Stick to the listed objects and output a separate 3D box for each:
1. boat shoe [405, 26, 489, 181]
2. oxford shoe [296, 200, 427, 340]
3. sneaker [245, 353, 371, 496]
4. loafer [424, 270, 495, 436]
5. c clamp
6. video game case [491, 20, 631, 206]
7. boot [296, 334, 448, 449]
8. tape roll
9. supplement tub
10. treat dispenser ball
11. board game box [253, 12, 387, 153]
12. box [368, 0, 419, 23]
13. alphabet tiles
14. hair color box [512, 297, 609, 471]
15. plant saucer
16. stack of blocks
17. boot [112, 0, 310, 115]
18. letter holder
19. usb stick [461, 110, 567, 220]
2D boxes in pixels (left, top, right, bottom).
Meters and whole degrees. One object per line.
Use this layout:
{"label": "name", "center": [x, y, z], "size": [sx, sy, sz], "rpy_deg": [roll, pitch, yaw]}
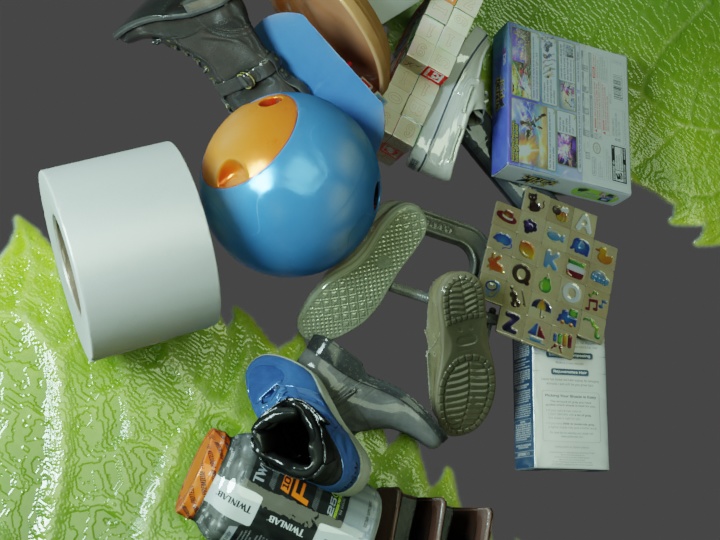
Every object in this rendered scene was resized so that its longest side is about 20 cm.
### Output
{"label": "boat shoe", "center": [0.121, -0.199, 1.356], "size": [0.065, 0.072, 0.201], "rpy_deg": [25, 69, 0]}
{"label": "oxford shoe", "center": [0.000, 0.000, 1.300], "size": [0.075, 0.058, 0.200], "rpy_deg": [36, 97, -29]}
{"label": "sneaker", "center": [-0.078, 0.146, 1.159], "size": [0.077, 0.111, 0.200], "rpy_deg": [-47, 54, 8]}
{"label": "loafer", "center": [0.114, 0.093, 1.313], "size": [0.075, 0.067, 0.202], "rpy_deg": [-2, 105, -13]}
{"label": "c clamp", "center": [0.085, 0.010, 1.354], "size": [0.199, 0.027, 0.172], "rpy_deg": [23, 73, -12]}
{"label": "video game case", "center": [0.252, -0.196, 1.419], "size": [0.180, 0.045, 0.202], "rpy_deg": [12, 68, -21]}
{"label": "boot", "center": [-0.011, 0.177, 1.278], "size": [0.199, 0.070, 0.132], "rpy_deg": [34, 80, -1]}
{"label": "tape roll", "center": [-0.240, -0.022, 1.171], "size": [0.138, 0.203, 0.204], "rpy_deg": [-16, 84, -19]}
{"label": "supplement tub", "center": [-0.088, 0.252, 1.201], "size": [0.199, 0.122, 0.123], "rpy_deg": [26, 73, -11]}
{"label": "treat dispenser ball", "center": [-0.077, -0.093, 1.234], "size": [0.199, 0.201, 0.203], "rpy_deg": [3, 78, -16]}
{"label": "board game box", "center": [-0.046, -0.209, 1.300], "size": [0.200, 0.158, 0.039], "rpy_deg": [48, 52, -2]}
{"label": "box", "center": [0.001, -0.393, 1.317], "size": [0.152, 0.107, 0.200], "rpy_deg": [-36, 50, -20]}
{"label": "alphabet tiles", "center": [0.226, 0.002, 1.354], "size": [0.165, 0.006, 0.201], "rpy_deg": [20, 63, -8]}
{"label": "hair color box", "center": [0.239, 0.139, 1.356], "size": [0.099, 0.060, 0.202], "rpy_deg": [5, 77, -16]}
{"label": "plant saucer", "center": [-0.032, -0.283, 1.286], "size": [0.037, 0.200, 0.200], "rpy_deg": [-41, 92, -14]}
{"label": "stack of blocks", "center": [0.067, -0.237, 1.354], "size": [0.058, 0.115, 0.201], "rpy_deg": [27, 73, -9]}
{"label": "boot", "center": [-0.173, -0.236, 1.288], "size": [0.175, 0.199, 0.069], "rpy_deg": [59, 41, -30]}
{"label": "letter holder", "center": [0.061, 0.344, 1.216], "size": [0.100, 0.142, 0.202], "rpy_deg": [17, 74, -13]}
{"label": "usb stick", "center": [0.184, -0.127, 1.410], "size": [0.055, 0.033, 0.200], "rpy_deg": [-40, 92, -21]}
